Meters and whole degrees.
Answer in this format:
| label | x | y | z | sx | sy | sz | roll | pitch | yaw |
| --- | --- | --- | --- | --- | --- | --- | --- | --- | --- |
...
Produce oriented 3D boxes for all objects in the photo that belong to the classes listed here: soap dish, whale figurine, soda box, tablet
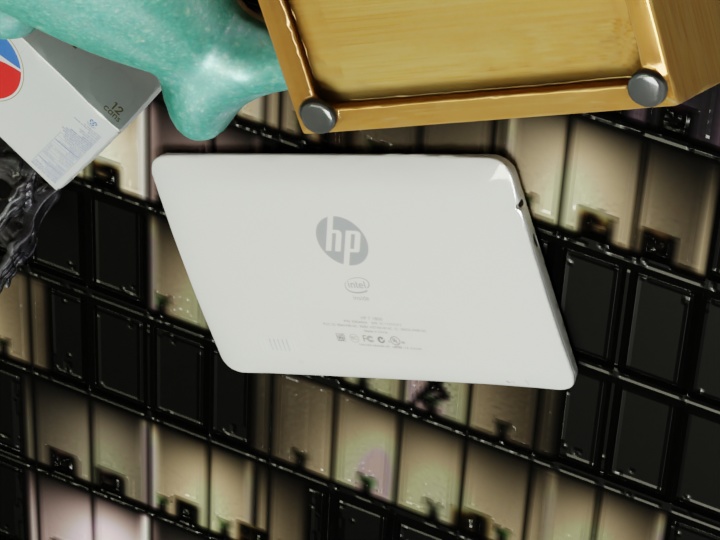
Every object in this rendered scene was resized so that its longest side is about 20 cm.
| label | x | y | z | sx | sy | sz | roll | pitch | yaw |
| --- | --- | --- | --- | --- | --- | --- | --- | --- | --- |
| soap dish | 0.044 | -0.132 | 1.200 | 0.200 | 0.081 | 0.157 | -3 | 124 | 23 |
| whale figurine | -0.111 | -0.133 | 1.270 | 0.159 | 0.104 | 0.200 | -28 | 111 | 31 |
| soda box | -0.181 | -0.136 | 1.372 | 0.200 | 0.068 | 0.064 | 45 | 137 | -8 |
| tablet | 0.000 | 0.000 | 1.408 | 0.200 | 0.014 | 0.130 | 1 | 125 | 31 |

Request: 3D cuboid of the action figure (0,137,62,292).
| label | x | y | z | sx | sy | sz | roll | pitch | yaw |
| --- | --- | --- | --- | --- | --- | --- | --- | --- | --- |
| action figure | -0.250 | -0.069 | 1.451 | 0.200 | 0.102 | 0.119 | 28 | 147 | 8 |
